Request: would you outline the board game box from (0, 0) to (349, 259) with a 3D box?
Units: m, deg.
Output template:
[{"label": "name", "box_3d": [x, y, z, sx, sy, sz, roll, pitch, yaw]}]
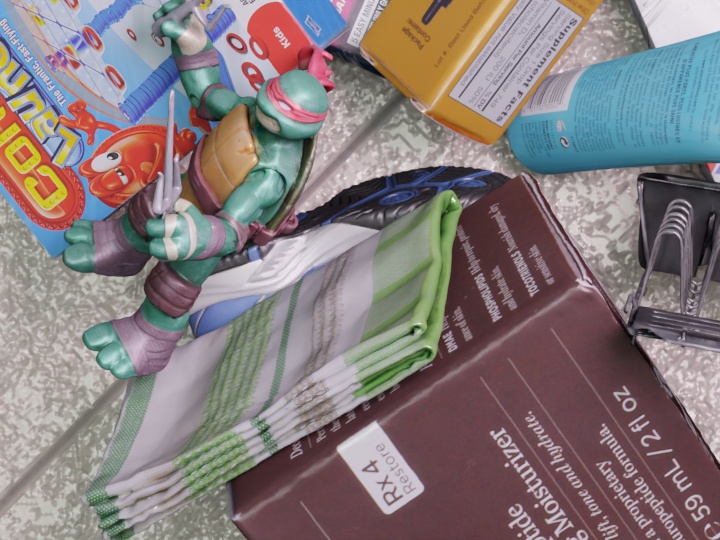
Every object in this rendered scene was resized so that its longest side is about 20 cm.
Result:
[{"label": "board game box", "box_3d": [-0.143, -0.143, 1.196, 0.195, 0.056, 0.200, -36, 96, 24]}]

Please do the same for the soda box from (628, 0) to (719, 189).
[{"label": "soda box", "box_3d": [0.198, -0.084, 1.196, 0.063, 0.068, 0.201, -23, 86, 6]}]

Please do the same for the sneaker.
[{"label": "sneaker", "box_3d": [0.000, 0.000, 1.224, 0.198, 0.076, 0.078, -17, 105, 9]}]

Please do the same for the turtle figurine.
[{"label": "turtle figurine", "box_3d": [-0.074, -0.046, 1.117, 0.100, 0.150, 0.200, 23, 128, -20]}]

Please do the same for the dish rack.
[{"label": "dish rack", "box_3d": [0.195, 0.005, 1.065, 0.152, 0.200, 0.055, 9, 103, 9]}]

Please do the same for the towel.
[{"label": "towel", "box_3d": [-0.042, 0.040, 1.116, 0.199, 0.150, 0.031, -32, 113, 22]}]

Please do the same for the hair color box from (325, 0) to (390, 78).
[{"label": "hair color box", "box_3d": [-0.056, -0.189, 1.233, 0.199, 0.061, 0.101, 24, 91, 8]}]

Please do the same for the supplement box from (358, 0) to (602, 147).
[{"label": "supplement box", "box_3d": [0.090, -0.164, 1.163, 0.200, 0.069, 0.067, -51, 51, 10]}]

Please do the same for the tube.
[{"label": "tube", "box_3d": [0.147, -0.081, 1.141, 0.050, 0.199, 0.078, 11, 82, -30]}]

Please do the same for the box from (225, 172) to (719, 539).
[{"label": "box", "box_3d": [0.056, 0.091, 1.134, 0.199, 0.164, 0.166, -35, 111, 6]}]
